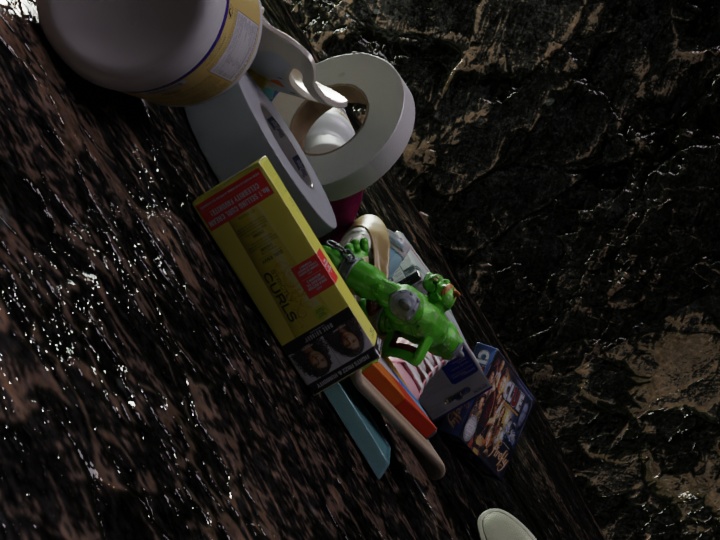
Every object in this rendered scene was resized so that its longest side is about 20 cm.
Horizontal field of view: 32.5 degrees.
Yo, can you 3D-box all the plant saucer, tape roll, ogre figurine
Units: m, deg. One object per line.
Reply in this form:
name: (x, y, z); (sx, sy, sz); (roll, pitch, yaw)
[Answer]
plant saucer: (-0.027, 0.099, 1.155); (0.200, 0.019, 0.070); (58, 7, -6)
tape roll: (-0.031, -0.174, 1.491); (0.037, 0.203, 0.203); (50, 11, -48)
tape roll: (-0.104, -0.114, 1.296); (0.200, 0.066, 0.200); (57, 7, -12)
ogre figurine: (0.041, 0.041, 1.296); (0.120, 0.098, 0.200); (31, -26, 37)

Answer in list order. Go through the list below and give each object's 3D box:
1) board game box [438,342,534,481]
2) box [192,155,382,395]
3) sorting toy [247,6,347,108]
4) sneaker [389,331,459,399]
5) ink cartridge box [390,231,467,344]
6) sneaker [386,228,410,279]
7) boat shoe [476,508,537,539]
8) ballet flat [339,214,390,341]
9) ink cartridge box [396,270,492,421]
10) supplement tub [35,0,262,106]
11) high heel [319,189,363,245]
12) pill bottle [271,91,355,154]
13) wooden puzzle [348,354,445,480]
board game box: (0.182, 0.203, 1.743); (0.035, 0.136, 0.200); (16, -18, 30)
box: (-0.062, 0.004, 1.078); (0.200, 0.075, 0.050); (59, 7, -8)
sorting toy: (-0.102, -0.240, 1.374); (0.180, 0.107, 0.200); (30, -6, 25)
sneaker: (0.068, 0.099, 1.462); (0.075, 0.105, 0.200); (60, 8, -11)
ink cartridge box: (0.080, 0.064, 1.757); (0.147, 0.083, 0.200); (52, 11, -44)
sneaker: (0.001, -0.007, 1.628); (0.074, 0.082, 0.200); (37, -12, -4)
boat shoe: (0.193, 0.372, 1.443); (0.200, 0.072, 0.068); (56, -31, 26)
ballet flat: (0.000, 0.000, 1.437); (0.063, 0.069, 0.200); (35, 35, -38)
ink cartridge box: (0.085, 0.100, 1.597); (0.200, 0.095, 0.037); (56, 7, -27)
supplement tub: (-0.158, -0.207, 0.984); (0.146, 0.145, 0.200); (59, 7, 1)
high heel: (-0.022, -0.072, 1.558); (0.067, 0.096, 0.200); (61, 8, 14)
pill bottle: (-0.067, -0.179, 1.621); (0.111, 0.111, 0.200); (54, 9, -36)
wooden puzzle: (0.012, 0.099, 1.251); (0.200, 0.037, 0.185); (54, 0, -39)
